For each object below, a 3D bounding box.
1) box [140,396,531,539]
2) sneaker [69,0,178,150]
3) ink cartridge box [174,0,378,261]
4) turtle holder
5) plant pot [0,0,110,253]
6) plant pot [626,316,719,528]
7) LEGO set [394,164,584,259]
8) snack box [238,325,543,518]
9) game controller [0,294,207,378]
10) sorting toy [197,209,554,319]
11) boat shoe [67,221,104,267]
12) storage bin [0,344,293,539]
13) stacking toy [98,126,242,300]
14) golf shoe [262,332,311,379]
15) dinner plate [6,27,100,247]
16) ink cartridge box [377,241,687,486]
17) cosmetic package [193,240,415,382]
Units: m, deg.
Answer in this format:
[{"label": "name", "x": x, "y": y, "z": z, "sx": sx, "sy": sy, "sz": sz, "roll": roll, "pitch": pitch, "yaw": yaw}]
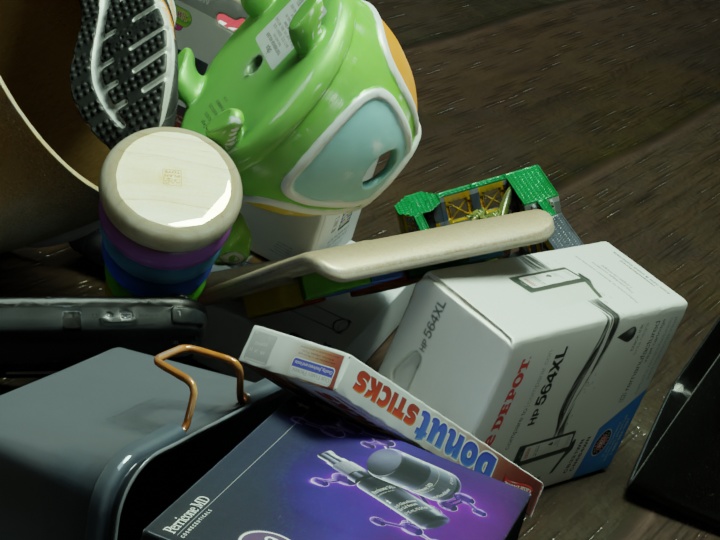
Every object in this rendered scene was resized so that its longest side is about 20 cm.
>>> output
[{"label": "box", "x": -0.013, "y": 0.145, "z": 0.893, "sx": 0.141, "sy": 0.079, "sz": 0.200, "roll": 19, "pitch": 18, "yaw": 12}, {"label": "sneaker", "x": -0.142, "y": -0.151, "z": 1.198, "sx": 0.080, "sy": 0.074, "sz": 0.201, "roll": 44, "pitch": 29, "yaw": -54}, {"label": "ink cartridge box", "x": -0.083, "y": -0.123, "z": 1.338, "sx": 0.200, "sy": 0.176, "sz": 0.084, "roll": 29, "pitch": 33, "yaw": 14}, {"label": "turtle holder", "x": -0.043, "y": -0.088, "z": 1.185, "sx": 0.132, "sy": 0.186, "sz": 0.141, "roll": 37, "pitch": -16, "yaw": -32}, {"label": "plant pot", "x": -0.259, "y": -0.081, "z": 1.216, "sx": 0.186, "sy": 0.200, "sz": 0.187, "roll": 46, "pitch": 26, "yaw": -31}, {"label": "plant pot", "x": 0.328, "y": 0.089, "z": 1.318, "sx": 0.177, "sy": 0.200, "sz": 0.200, "roll": 33, "pitch": 24, "yaw": 6}, {"label": "LEGO set", "x": 0.112, "y": 0.013, "z": 1.465, "sx": 0.153, "sy": 0.116, "sz": 0.200, "roll": -21, "pitch": 30, "yaw": -11}, {"label": "snack box", "x": 0.021, "y": 0.084, "z": 1.022, "sx": 0.072, "sy": 0.024, "sz": 0.200, "roll": 14, "pitch": -16, "yaw": 42}, {"label": "game controller", "x": -0.193, "y": 0.041, "z": 1.121, "sx": 0.199, "sy": 0.042, "sz": 0.104, "roll": 0, "pitch": -13, "yaw": -14}, {"label": "sorting toy", "x": 0.000, "y": 0.000, "z": 1.217, "sx": 0.185, "sy": 0.037, "sz": 0.200, "roll": -11, "pitch": 1, "yaw": -34}, {"label": "boat shoe", "x": -0.172, "y": -0.056, "z": 1.421, "sx": 0.066, "sy": 0.070, "sz": 0.200, "roll": 20, "pitch": 30, "yaw": 1}, {"label": "storage bin", "x": -0.127, "y": 0.105, "z": 1.009, "sx": 0.134, "sy": 0.146, "sz": 0.200, "roll": 17, "pitch": 20, "yaw": 25}, {"label": "stacking toy", "x": -0.131, "y": 0.002, "z": 1.166, "sx": 0.085, "sy": 0.200, "sz": 0.086, "roll": 8, "pitch": 55, "yaw": -11}, {"label": "golf shoe", "x": -0.005, "y": 0.117, "z": 1.157, "sx": 0.094, "sy": 0.078, "sz": 0.200, "roll": 18, "pitch": 26, "yaw": -31}, {"label": "dinner plate", "x": -0.242, "y": -0.110, "z": 1.305, "sx": 0.200, "sy": 0.201, "sz": 0.024, "roll": 20, "pitch": 19, "yaw": 5}, {"label": "ink cartridge box", "x": 0.105, "y": 0.070, "z": 1.232, "sx": 0.084, "sy": 0.146, "sz": 0.200, "roll": 39, "pitch": 31, "yaw": 31}, {"label": "cosmetic package", "x": -0.058, "y": 0.020, "z": 1.350, "sx": 0.150, "sy": 0.052, "sz": 0.200, "roll": 25, "pitch": 24, "yaw": 9}]
